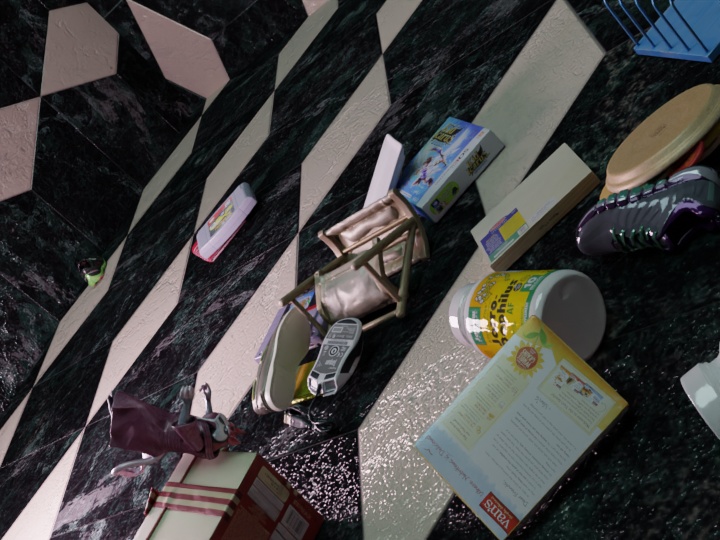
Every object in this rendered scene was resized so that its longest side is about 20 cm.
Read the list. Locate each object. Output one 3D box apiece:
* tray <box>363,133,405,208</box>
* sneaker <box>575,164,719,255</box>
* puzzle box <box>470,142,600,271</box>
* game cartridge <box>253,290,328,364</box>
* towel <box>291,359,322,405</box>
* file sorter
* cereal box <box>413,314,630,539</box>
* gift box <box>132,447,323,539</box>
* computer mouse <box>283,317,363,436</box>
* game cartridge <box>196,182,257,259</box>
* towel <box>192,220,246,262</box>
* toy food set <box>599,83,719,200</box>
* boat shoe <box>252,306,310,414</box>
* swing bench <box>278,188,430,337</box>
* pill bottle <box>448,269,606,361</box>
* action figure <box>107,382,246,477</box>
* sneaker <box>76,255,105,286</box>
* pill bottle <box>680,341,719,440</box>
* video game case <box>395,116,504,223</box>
[{"bbox_3d":[0.041,-0.145,1.914,0.107,0.022,0.204,-127,52,-68],"label":"tray"},{"bbox_3d":[0.341,-0.053,1.238,0.198,0.074,0.089,-29,33,38],"label":"sneaker"},{"bbox_3d":[0.254,-0.092,1.522,0.200,0.025,0.134,-44,23,13],"label":"puzzle box"},{"bbox_3d":[-0.109,0.097,1.880,0.198,0.038,0.131,-24,37,46],"label":"game cartridge"},{"bbox_3d":[-0.087,0.180,1.722,0.198,0.018,0.087,-24,33,45],"label":"towel"},{"bbox_3d":[0.468,-0.404,1.505,0.139,0.122,0.200,-48,22,0],"label":"file sorter"},{"bbox_3d":[0.173,0.170,1.118,0.200,0.039,0.144,-47,67,2],"label":"cereal box"},{"bbox_3d":[-0.176,0.350,1.410,0.185,0.186,0.201,-8,37,43],"label":"gift box"},{"bbox_3d":[-0.042,0.166,1.605,0.108,0.044,0.202,0,54,43],"label":"computer mouse"},{"bbox_3d":[-0.343,-0.127,2.623,0.200,0.041,0.133,-48,29,8],"label":"game cartridge"},{"bbox_3d":[-0.374,-0.091,2.693,0.145,0.022,0.199,-53,23,-8],"label":"towel"},{"bbox_3d":[0.394,-0.161,1.317,0.200,0.049,0.198,-46,10,-9],"label":"toy food set"},{"bbox_3d":[-0.136,0.150,1.738,0.060,0.072,0.204,-25,38,39],"label":"boat shoe"},{"bbox_3d":[0.000,0.000,1.717,0.197,0.130,0.201,-27,25,42],"label":"swing bench"},{"bbox_3d":[0.197,0.057,1.269,0.114,0.113,0.199,-55,23,-18],"label":"pill bottle"},{"bbox_3d":[-0.249,0.222,1.384,0.196,0.134,0.152,9,84,20],"label":"action figure"},{"bbox_3d":[-0.913,-0.016,3.489,0.077,0.084,0.200,-46,22,2],"label":"sneaker"},{"bbox_3d":[0.386,0.072,0.892,0.199,0.116,0.117,-42,23,17],"label":"pill bottle"},{"bbox_3d":[0.148,-0.185,1.845,0.182,0.045,0.200,-48,22,-1],"label":"video game case"}]
